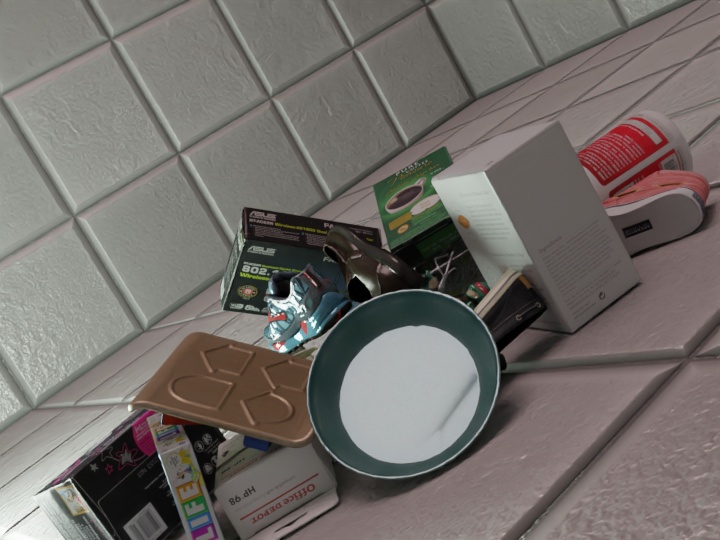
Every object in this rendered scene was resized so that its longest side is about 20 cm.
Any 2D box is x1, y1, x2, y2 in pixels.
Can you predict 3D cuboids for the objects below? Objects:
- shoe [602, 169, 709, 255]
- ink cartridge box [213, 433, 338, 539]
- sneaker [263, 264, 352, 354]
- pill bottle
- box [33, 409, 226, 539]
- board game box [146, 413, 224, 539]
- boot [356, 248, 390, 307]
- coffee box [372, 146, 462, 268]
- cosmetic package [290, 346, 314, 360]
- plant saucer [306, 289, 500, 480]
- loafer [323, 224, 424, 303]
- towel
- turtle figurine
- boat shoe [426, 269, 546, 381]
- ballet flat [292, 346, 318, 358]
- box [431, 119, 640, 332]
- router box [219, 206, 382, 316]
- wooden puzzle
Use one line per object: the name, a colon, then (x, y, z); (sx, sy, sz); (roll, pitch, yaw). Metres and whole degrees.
shoe: (0.321, -0.062, 1.232); (0.198, 0.072, 0.091); (-18, 14, 33)
ink cartridge box: (-0.092, 0.215, 1.102); (0.115, 0.067, 0.200); (-30, 10, -2)
sneaker: (-0.083, 0.043, 1.345); (0.079, 0.096, 0.200); (-40, 4, -33)
pill bottle: (0.323, -0.113, 1.332); (0.199, 0.113, 0.112); (-33, 10, -13)
box: (-0.267, 0.254, 1.243); (0.114, 0.133, 0.200); (-28, 9, 45)
board game box: (-0.186, 0.232, 1.098); (0.034, 0.136, 0.200); (-20, 7, -14)
boot: (0.055, 0.044, 1.353); (0.073, 0.089, 0.201); (90, -155, -53)
coffee box: (0.086, -0.086, 1.364); (0.122, 0.044, 0.201); (-30, 28, 8)
cosmetic package: (-0.098, 0.159, 1.374); (0.103, 0.074, 0.200); (-31, 10, -7)
plant saucer: (0.044, 0.115, 1.013); (0.197, 0.036, 0.203); (-10, 57, 15)
loafer: (0.000, 0.000, 1.257); (0.072, 0.073, 0.200); (-55, 29, -3)
towel: (0.147, -0.035, 1.382); (0.170, 0.048, 0.203); (-25, 52, 38)
turtle figurine: (0.093, 0.059, 1.227); (0.200, 0.101, 0.150); (-45, 4, -3)
boat shoe: (0.122, 0.090, 1.073); (0.200, 0.062, 0.075); (-49, -13, -12)
ballet flat: (-0.083, 0.152, 1.235); (0.200, 0.075, 0.068); (-46, -15, 9)
box: (0.192, -0.047, 1.145); (0.106, 0.202, 0.152); (-33, 11, -15)
router box: (-0.083, -0.001, 1.409); (0.151, 0.197, 0.063); (114, 157, -44)
wooden puzzle: (-0.127, 0.134, 1.103); (0.197, 0.047, 0.185); (9, 20, 7)
